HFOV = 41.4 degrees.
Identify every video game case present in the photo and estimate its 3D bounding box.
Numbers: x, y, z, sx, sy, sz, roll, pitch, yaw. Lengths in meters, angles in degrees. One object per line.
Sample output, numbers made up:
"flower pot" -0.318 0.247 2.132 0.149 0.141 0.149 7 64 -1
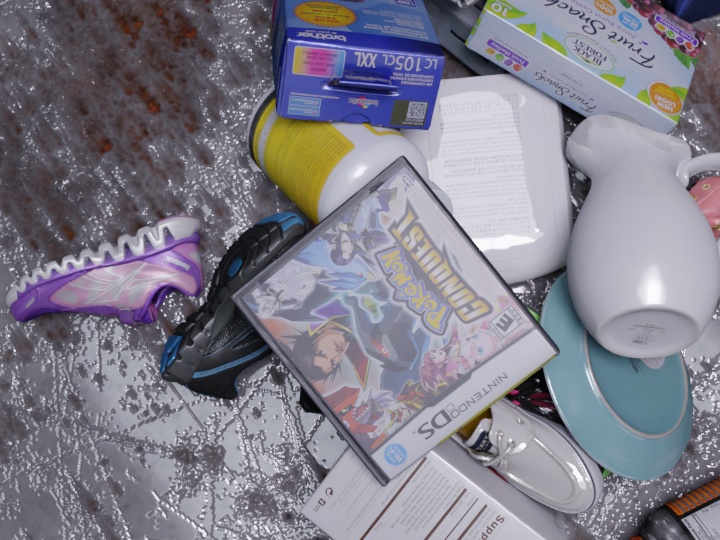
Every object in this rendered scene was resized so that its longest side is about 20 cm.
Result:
"video game case" 0.027 0.042 0.762 0.181 0.026 0.200 -39 91 9

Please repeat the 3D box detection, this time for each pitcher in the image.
"pitcher" 0.261 -0.029 0.805 0.171 0.121 0.200 5 55 3

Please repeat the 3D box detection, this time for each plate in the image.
"plate" 0.238 0.085 0.848 0.200 0.026 0.200 16 61 -31

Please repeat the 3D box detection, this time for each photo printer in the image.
"photo printer" 0.116 -0.084 0.910 0.166 0.069 0.200 -6 84 3

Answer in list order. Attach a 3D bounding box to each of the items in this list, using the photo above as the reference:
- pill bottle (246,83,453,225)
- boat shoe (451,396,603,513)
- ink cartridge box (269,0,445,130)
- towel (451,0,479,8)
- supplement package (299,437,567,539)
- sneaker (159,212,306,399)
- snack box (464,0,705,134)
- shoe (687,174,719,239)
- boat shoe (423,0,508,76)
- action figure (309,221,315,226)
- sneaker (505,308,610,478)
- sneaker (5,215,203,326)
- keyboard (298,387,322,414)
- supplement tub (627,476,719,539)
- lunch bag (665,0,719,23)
"pill bottle" -0.010 -0.089 0.857 0.112 0.112 0.200 -43 53 -2
"boat shoe" 0.116 0.142 0.821 0.200 0.070 0.071 41 117 19
"ink cartridge box" -0.006 -0.191 0.839 0.136 0.200 0.076 3 128 -10
"towel" 0.092 -0.339 0.895 0.193 0.035 0.200 -39 57 -20
"supplement package" 0.069 0.216 0.846 0.200 0.121 0.120 38 98 5
"sneaker" -0.105 0.034 0.897 0.082 0.073 0.200 32 105 -24
"snack box" 0.212 -0.216 0.888 0.200 0.053 0.142 30 56 -2
"shoe" 0.302 -0.042 0.902 0.200 0.071 0.091 4 80 0
"boat shoe" 0.083 -0.269 0.942 0.200 0.074 0.067 45 60 6
"action figure" 0.000 0.000 0.878 0.200 0.065 0.099 8 112 29
"sneaker" 0.161 0.116 0.863 0.084 0.077 0.200 -29 97 -12
"sneaker" -0.238 0.018 0.914 0.200 0.080 0.089 -20 91 -1
"keyboard" 0.044 0.097 0.920 0.200 0.040 0.104 7 107 2
"supplement tub" 0.340 0.242 0.839 0.200 0.123 0.123 -27 83 0
"lunch bag" 0.359 -0.329 0.894 0.200 0.136 0.132 -15 83 2
